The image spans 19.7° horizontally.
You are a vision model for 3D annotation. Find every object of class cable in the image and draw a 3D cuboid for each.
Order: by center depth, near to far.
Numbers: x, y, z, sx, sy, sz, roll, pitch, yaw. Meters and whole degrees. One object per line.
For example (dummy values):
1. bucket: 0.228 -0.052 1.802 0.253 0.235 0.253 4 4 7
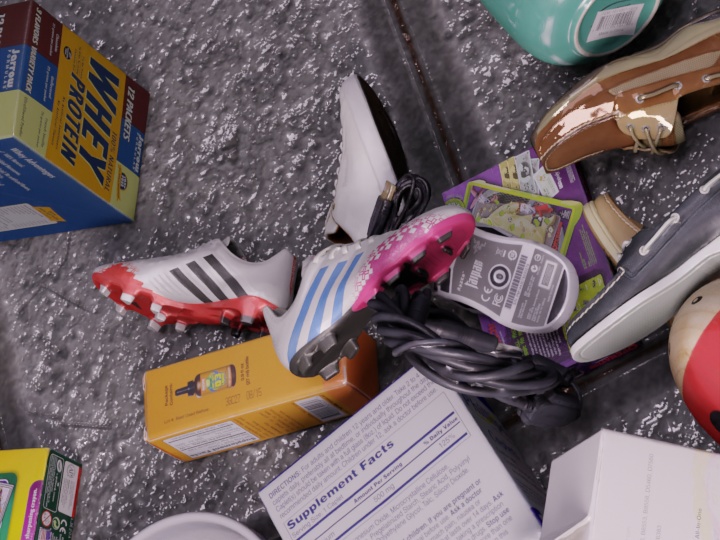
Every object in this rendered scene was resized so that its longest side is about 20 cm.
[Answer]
1. cable: 0.080 0.056 1.553 0.163 0.200 0.051 37 101 30

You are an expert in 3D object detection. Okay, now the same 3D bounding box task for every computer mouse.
1. computer mouse: 0.090 -0.001 1.661 0.199 0.044 0.110 22 95 28

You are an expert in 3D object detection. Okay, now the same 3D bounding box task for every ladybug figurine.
1. ladybug figurine: 0.297 0.081 1.463 0.199 0.072 0.137 33 108 29

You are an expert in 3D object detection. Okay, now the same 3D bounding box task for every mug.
1. mug: 0.190 -0.253 1.688 0.185 0.152 0.115 -41 58 8

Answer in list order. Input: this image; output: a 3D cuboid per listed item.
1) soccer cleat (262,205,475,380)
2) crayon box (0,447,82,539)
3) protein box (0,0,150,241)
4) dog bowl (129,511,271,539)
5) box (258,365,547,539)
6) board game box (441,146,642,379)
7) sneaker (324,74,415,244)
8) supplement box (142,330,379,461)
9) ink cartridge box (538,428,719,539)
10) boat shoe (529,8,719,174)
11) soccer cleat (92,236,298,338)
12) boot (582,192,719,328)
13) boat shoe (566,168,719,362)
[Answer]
1. soccer cleat: 0.000 0.000 1.646 0.200 0.070 0.087 -42 61 16
2. crayon box: -0.342 0.263 1.827 0.171 0.058 0.201 -6 66 29
3. protein box: -0.333 -0.129 1.908 0.199 0.198 0.136 -8 65 27
4. dog bowl: -0.126 0.302 1.671 0.199 0.079 0.202 -13 63 26
5. box: 0.051 0.204 1.595 0.184 0.105 0.201 -39 56 10
6. board game box: 0.144 -0.003 1.680 0.119 0.032 0.201 -24 59 16
7. sneaker: -0.003 -0.074 1.769 0.084 0.073 0.201 -24 60 16
8. supplement box: -0.085 0.101 1.745 0.199 0.069 0.067 -16 61 22
9. ink cartridge box: 0.210 0.194 1.433 0.198 0.129 0.126 14 71 -9
10. boat shoe: 0.232 -0.132 1.650 0.199 0.076 0.074 -31 66 5
11. soccer cleat: -0.144 0.008 1.824 0.199 0.069 0.086 7 64 29
12. boot: 0.278 -0.026 1.580 0.156 0.073 0.200 -47 58 9
13. boat shoe: 0.227 -0.009 1.524 0.199 0.076 0.061 -36 68 6
